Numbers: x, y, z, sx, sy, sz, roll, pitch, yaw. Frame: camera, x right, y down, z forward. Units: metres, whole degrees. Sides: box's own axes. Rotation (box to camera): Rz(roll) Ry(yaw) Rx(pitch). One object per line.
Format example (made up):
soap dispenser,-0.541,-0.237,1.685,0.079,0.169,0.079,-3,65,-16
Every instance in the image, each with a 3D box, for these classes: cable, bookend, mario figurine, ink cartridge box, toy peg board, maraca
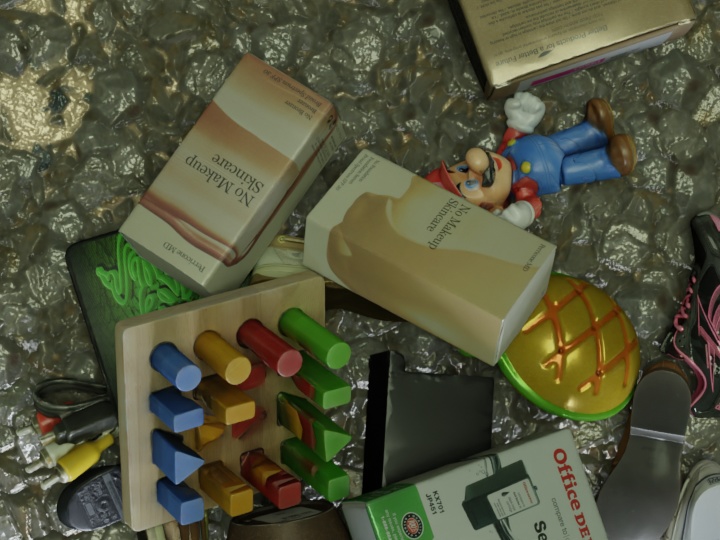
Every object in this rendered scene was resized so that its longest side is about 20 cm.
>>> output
cable,-0.218,0.127,1.749,0.200,0.050,0.097,-19,55,-19
bookend,0.106,0.180,1.744,0.198,0.092,0.200,4,84,-11
mario figurine,0.147,-0.099,1.735,0.200,0.123,0.106,-22,104,-8
ink cartridge box,0.182,-0.264,1.748,0.200,0.075,0.165,-18,84,-4
toy peg board,-0.098,0.127,1.652,0.199,0.098,0.200,-15,118,-30
maraca,0.168,0.058,1.734,0.200,0.107,0.137,28,57,-14
ink cartridge box,0.105,0.234,1.640,0.200,0.083,0.147,-19,87,-19

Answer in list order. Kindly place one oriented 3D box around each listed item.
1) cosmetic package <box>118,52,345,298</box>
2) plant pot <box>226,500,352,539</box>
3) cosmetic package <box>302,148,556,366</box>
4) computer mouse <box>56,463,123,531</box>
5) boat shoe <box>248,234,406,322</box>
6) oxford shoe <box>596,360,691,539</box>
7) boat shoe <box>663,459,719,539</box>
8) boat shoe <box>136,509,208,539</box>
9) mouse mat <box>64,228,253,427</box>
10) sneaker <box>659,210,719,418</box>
cosmetic package,-0.113,-0.079,1.705,0.103,0.087,0.200,31,81,14
plant pot,-0.053,0.309,1.677,0.187,0.187,0.200,-8,94,-5
cosmetic package,0.059,-0.013,1.675,0.200,0.071,0.105,26,54,15
computer mouse,-0.185,0.181,1.751,0.200,0.034,0.059,-22,119,-11
boat shoe,0.000,0.000,1.744,0.200,0.074,0.066,7,59,-7
oxford shoe,0.267,0.178,1.772,0.071,0.071,0.200,17,106,7
boat shoe,0.309,0.271,1.774,0.072,0.066,0.200,1,111,-8
boat shoe,-0.150,0.297,1.732,0.068,0.072,0.200,-14,100,-18
mouse mat,-0.165,0.048,1.737,0.161,0.008,0.200,-18,79,-11
sneaker,0.321,0.046,1.776,0.095,0.079,0.200,-12,90,7
